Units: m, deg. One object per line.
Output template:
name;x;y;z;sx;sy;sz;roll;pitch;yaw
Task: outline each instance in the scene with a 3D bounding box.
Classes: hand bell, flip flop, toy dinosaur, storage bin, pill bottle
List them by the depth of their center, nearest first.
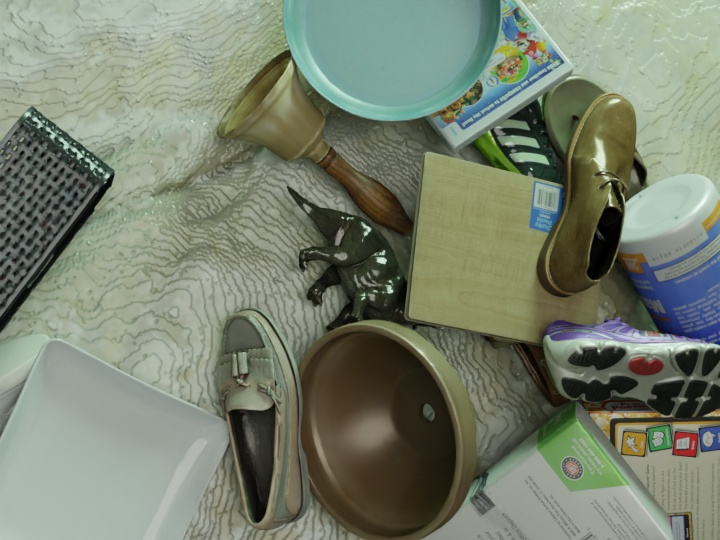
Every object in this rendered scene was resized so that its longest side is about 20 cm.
storage bin;-0.311;-0.030;1.436;0.093;0.135;0.201;37;80;-6
hand bell;-0.027;-0.101;1.537;0.200;0.104;0.104;41;80;-19
toy dinosaur;0.000;0.000;1.538;0.102;0.077;0.200;-36;80;-30
pill bottle;0.324;0.020;1.556;0.112;0.112;0.201;-36;111;-11
flip flop;0.241;-0.098;1.588;0.080;0.058;0.202;-23;91;-11

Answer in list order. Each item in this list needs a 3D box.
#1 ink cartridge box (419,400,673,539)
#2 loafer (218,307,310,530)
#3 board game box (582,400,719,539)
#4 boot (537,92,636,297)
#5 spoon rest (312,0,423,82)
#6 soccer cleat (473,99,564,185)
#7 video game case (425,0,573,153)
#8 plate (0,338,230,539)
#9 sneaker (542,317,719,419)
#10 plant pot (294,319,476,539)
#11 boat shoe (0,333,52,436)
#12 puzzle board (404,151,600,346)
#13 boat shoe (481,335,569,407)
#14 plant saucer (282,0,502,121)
ink cartridge box;0.164;0.241;1.504;0.199;0.084;0.146;-38;91;11
loafer;-0.092;0.135;1.493;0.071;0.063;0.202;-11;91;29
board game box;0.310;0.199;1.552;0.198;0.046;0.153;-1;98;2
boot;0.225;-0.073;1.501;0.073;0.075;0.202;23;73;-20
spoon rest;0.030;-0.262;1.528;0.099;0.061;0.201;30;73;10
soccer cleat;0.157;-0.118;1.571;0.081;0.068;0.200;-42;92;-12
video game case;0.087;-0.226;1.556;0.143;0.018;0.201;-33;74;-11
plate;-0.239;0.188;1.469;0.199;0.032;0.201;29;81;-24
sneaker;0.258;0.075;1.493;0.198;0.084;0.081;11;120;-19
plant pot;0.038;0.139;1.492;0.092;0.200;0.203;-14;89;-48
boat shoe;-0.347;0.136;1.457;0.200;0.072;0.069;-40;121;-21
puzzle board;0.134;-0.013;1.499;0.198;0.017;0.152;12;78;-25
boat shoe;0.150;0.043;1.554;0.074;0.076;0.200;-40;93;-8
plant saucer;0.029;-0.233;1.489;0.198;0.027;0.203;0;85;2
